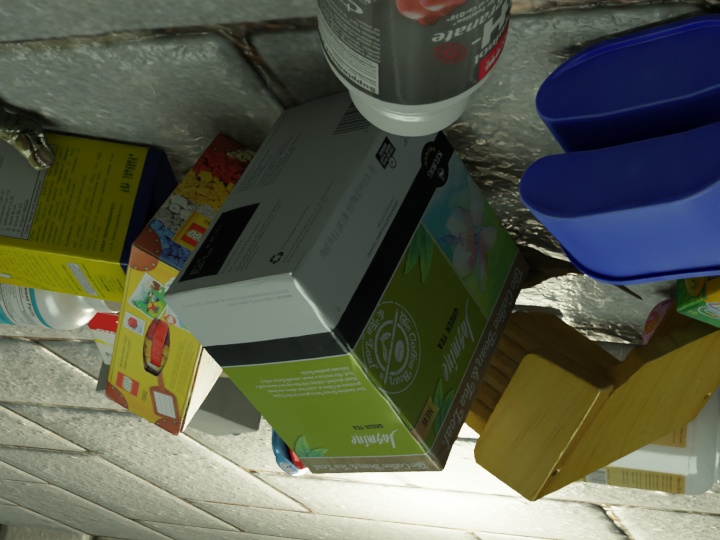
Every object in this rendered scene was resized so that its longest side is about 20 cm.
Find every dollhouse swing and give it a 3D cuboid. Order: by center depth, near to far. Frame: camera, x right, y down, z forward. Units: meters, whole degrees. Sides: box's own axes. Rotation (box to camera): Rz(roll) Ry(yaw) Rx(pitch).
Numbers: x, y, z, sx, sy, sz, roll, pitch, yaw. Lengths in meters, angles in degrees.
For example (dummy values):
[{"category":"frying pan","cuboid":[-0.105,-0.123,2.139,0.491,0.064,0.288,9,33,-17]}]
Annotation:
[{"category":"dollhouse swing","cuboid":[0.166,0.054,0.987,0.198,0.176,0.183,-17,144,-35]}]

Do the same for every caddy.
[{"category":"caddy","cuboid":[0.195,-0.068,0.779,0.198,0.143,0.105,-8,150,42]}]

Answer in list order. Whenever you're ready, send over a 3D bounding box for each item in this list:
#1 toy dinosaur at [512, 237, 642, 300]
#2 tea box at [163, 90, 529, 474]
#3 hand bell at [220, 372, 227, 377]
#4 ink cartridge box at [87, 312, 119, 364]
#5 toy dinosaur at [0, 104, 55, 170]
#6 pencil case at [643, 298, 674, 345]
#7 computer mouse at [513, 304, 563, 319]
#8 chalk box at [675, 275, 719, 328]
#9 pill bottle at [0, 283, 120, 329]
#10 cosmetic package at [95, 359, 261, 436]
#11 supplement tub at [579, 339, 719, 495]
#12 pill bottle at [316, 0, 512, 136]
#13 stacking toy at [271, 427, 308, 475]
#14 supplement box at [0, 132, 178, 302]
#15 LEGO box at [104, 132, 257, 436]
[{"category":"toy dinosaur","cuboid":[0.147,-0.004,1.113,0.100,0.059,0.199,8,173,-38]},{"category":"tea box","cuboid":[-0.001,0.008,0.911,0.132,0.201,0.197,-8,131,40]},{"category":"hand bell","cuboid":[-0.148,0.012,1.265,0.102,0.105,0.201,5,146,15]},{"category":"ink cartridge box","cuboid":[-0.239,0.058,1.418,0.114,0.068,0.200,11,159,-1]},{"category":"toy dinosaur","cuboid":[-0.347,-0.123,1.017,0.199,0.048,0.088,30,110,-36]},{"category":"pencil case","cuboid":[0.336,0.048,1.083,0.086,0.089,0.199,21,158,-26]},{"category":"computer mouse","cuboid":[0.106,0.054,1.208,0.109,0.045,0.198,9,174,-42]},{"category":"chalk box","cuboid":[0.300,-0.022,0.865,0.123,0.126,0.200,17,158,-16]},{"category":"pill bottle","cuboid":[-0.329,0.000,1.256,0.197,0.112,0.111,4,158,17]},{"category":"cosmetic package","cuboid":[-0.226,0.145,1.613,0.199,0.092,0.106,25,155,-39]},{"category":"supplement tub","cuboid":[0.290,0.149,1.274,0.197,0.147,0.145,5,158,17]},{"category":"pill bottle","cuboid":[0.029,-0.155,0.680,0.109,0.112,0.200,9,159,5]},{"category":"stacking toy","cuboid":[-0.014,0.202,1.655,0.197,0.111,0.116,-8,152,15]},{"category":"supplement box","cuboid":[-0.268,-0.048,1.104,0.197,0.110,0.110,9,159,6]},{"category":"LEGO box","cuboid":[-0.133,0.014,1.038,0.076,0.150,0.201,27,137,5]}]
